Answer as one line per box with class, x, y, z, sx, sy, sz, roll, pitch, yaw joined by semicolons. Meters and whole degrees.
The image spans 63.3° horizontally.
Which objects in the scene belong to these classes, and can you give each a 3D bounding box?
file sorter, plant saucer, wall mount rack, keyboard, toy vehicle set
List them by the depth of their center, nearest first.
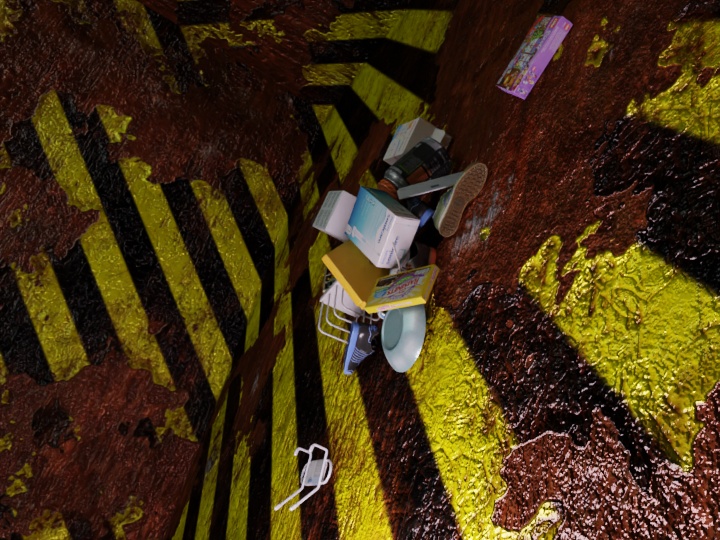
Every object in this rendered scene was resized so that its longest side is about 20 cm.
plant saucer;0.092;0.143;1.418;0.201;0.038;0.204;-169;90;-68
keyboard;0.194;-0.223;1.533;0.198;0.011;0.057;-15;36;4
wall mount rack;-0.153;0.558;1.559;0.200;0.074;0.175;-37;32;56
file sorter;-0.020;0.103;1.705;0.200;0.138;0.125;-47;27;42
toy vehicle set;-0.017;0.008;1.806;0.198;0.027;0.125;-16;36;12

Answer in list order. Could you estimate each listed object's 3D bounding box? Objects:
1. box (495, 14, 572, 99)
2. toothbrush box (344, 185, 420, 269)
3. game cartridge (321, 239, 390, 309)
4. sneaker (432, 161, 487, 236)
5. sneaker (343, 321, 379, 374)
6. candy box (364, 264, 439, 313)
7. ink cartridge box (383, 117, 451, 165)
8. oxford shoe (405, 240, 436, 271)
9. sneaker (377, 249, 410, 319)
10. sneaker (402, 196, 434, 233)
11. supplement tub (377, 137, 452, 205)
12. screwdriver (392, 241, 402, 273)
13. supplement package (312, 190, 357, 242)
box;0.430;-0.537;1.465;0.201;0.039;0.137;-58;19;17
toothbrush box;0.053;-0.115;1.552;0.200;0.084;0.148;47;123;50
game cartridge;0.000;0.000;1.602;0.032;0.177;0.200;-39;-3;36
sneaker;0.240;-0.190;1.479;0.202;0.067;0.090;-62;23;15
sneaker;0.000;0.221;1.615;0.071;0.077;0.201;-87;8;-46
candy box;0.098;0.046;1.416;0.199;0.026;0.103;-16;41;47
ink cartridge box;0.179;-0.380;1.816;0.130;0.124;0.200;-65;17;-4
oxford shoe;0.140;0.014;1.477;0.071;0.072;0.202;-42;29;46
sneaker;0.100;0.037;1.557;0.072;0.071;0.202;-164;94;-83
sneaker;0.133;-0.133;1.615;0.070;0.078;0.200;-45;-6;-34
supplement tub;0.151;-0.270;1.648;0.200;0.123;0.122;-40;16;-10
screwdriver;0.098;0.001;1.472;0.029;0.201;0.028;-13;43;15
supplement package;-0.035;-0.170;2.021;0.148;0.190;0.200;-65;19;-1
